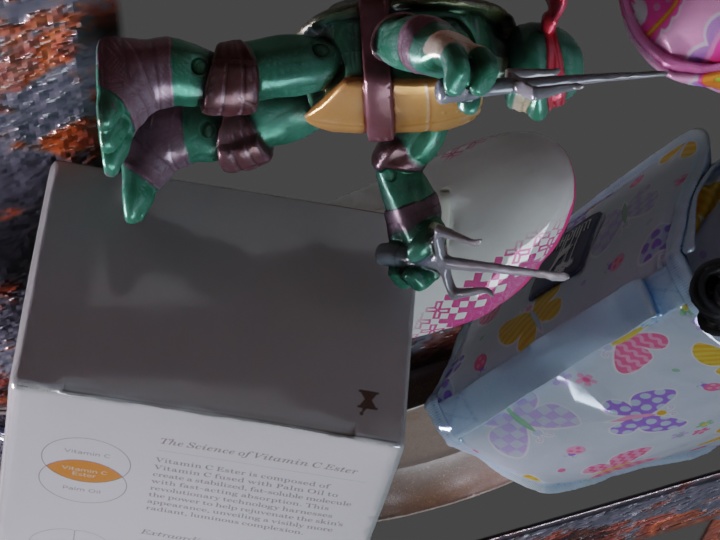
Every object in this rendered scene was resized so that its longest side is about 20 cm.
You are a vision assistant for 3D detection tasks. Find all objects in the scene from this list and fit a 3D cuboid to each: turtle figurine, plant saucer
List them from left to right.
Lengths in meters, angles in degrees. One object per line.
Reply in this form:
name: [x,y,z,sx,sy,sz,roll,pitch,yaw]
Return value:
turtle figurine: [0.009,-0.057,0.934,0.199,0.101,0.150,-3,145,3]
plant saucer: [0.045,0.089,1.425,0.200,0.032,0.200,-16,160,-6]

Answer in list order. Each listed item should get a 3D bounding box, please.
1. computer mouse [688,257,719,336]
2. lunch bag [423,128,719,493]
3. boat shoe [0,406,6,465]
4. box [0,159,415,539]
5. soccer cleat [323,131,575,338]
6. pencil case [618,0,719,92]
computer mouse: [0.211,-0.040,1.107,0.109,0.200,0.044,-5,121,22]
lunch bag: [0.146,0.018,1.201,0.200,0.127,0.170,-13,162,-47]
boat shoe: [-0.233,0.117,1.199,0.200,0.075,0.093,-26,166,21]
box: [-0.067,0.063,1.058,0.152,0.107,0.200,10,146,-6]
soccer cleat: [0.000,0.000,1.107,0.200,0.070,0.086,-30,156,30]
pencil case: [0.179,-0.096,1.004,0.087,0.088,0.200,-30,157,28]
